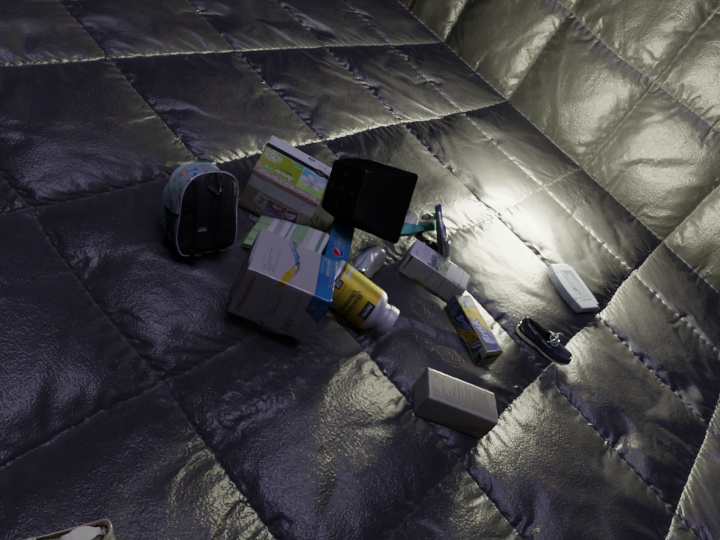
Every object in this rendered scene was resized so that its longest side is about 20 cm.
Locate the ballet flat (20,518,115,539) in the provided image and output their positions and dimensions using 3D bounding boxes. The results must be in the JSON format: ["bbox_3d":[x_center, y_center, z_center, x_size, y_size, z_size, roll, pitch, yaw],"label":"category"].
[{"bbox_3d":[-0.465,0.418,0.963,0.197,0.070,0.070,-4,51,-39],"label":"ballet flat"}]

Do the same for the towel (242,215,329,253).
[{"bbox_3d":[-0.191,-0.075,1.683,0.196,0.031,0.150,15,37,6],"label":"towel"}]

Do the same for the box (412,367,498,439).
[{"bbox_3d":[0.229,0.324,1.573,0.197,0.078,0.096,23,39,-15],"label":"box"}]

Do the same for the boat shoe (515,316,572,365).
[{"bbox_3d":[0.567,0.211,1.958,0.199,0.062,0.075,37,36,1],"label":"boat shoe"}]

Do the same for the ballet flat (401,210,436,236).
[{"bbox_3d":[0.176,-0.154,2.039,0.067,0.072,0.198,24,25,39],"label":"ballet flat"}]

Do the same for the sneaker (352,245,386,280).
[{"bbox_3d":[0.000,0.000,1.764,0.071,0.073,0.200,7,35,31],"label":"sneaker"}]

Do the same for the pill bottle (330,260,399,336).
[{"bbox_3d":[-0.003,0.075,1.627,0.199,0.112,0.113,37,37,-8],"label":"pill bottle"}]

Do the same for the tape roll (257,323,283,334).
[{"bbox_3d":[-0.195,0.065,1.562,0.200,0.037,0.205,21,39,-18],"label":"tape roll"}]

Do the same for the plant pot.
[{"bbox_3d":[0.010,-0.209,1.789,0.198,0.204,0.176,24,9,41],"label":"plant pot"}]

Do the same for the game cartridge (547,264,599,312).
[{"bbox_3d":[0.743,0.062,2.271,0.131,0.041,0.202,3,47,-39],"label":"game cartridge"}]

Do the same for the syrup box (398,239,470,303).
[{"bbox_3d":[0.216,0.007,1.894,0.198,0.082,0.079,33,40,-1],"label":"syrup box"}]

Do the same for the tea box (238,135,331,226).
[{"bbox_3d":[-0.205,-0.234,1.789,0.197,0.134,0.198,26,39,-11],"label":"tea box"}]

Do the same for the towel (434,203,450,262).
[{"bbox_3d":[0.253,-0.092,1.983,0.023,0.149,0.202,-6,40,2],"label":"towel"}]

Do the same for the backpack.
[{"bbox_3d":[-0.378,-0.153,1.524,0.176,0.203,0.150,-14,38,-43],"label":"backpack"}]

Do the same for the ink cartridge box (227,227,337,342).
[{"bbox_3d":[-0.175,0.033,1.460,0.197,0.148,0.146,24,39,-15],"label":"ink cartridge box"}]

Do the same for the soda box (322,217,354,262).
[{"bbox_3d":[-0.069,-0.052,1.756,0.067,0.065,0.202,25,38,-12],"label":"soda box"}]

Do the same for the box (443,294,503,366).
[{"bbox_3d":[0.316,0.166,1.817,0.069,0.065,0.202,1,50,-36],"label":"box"}]
